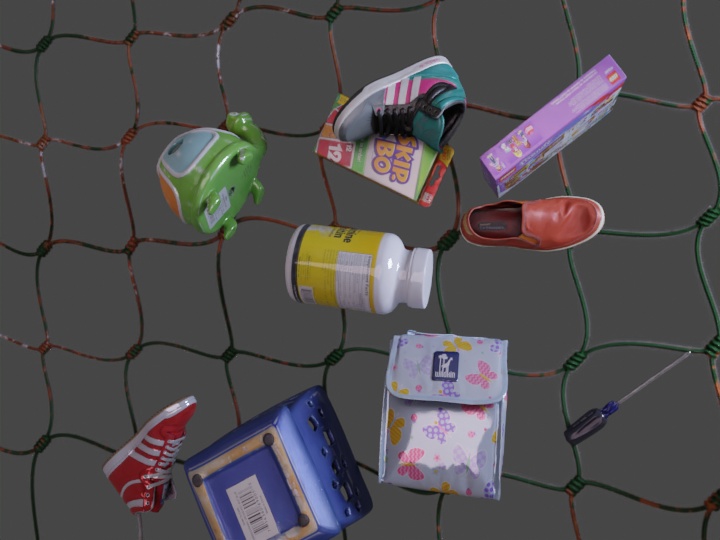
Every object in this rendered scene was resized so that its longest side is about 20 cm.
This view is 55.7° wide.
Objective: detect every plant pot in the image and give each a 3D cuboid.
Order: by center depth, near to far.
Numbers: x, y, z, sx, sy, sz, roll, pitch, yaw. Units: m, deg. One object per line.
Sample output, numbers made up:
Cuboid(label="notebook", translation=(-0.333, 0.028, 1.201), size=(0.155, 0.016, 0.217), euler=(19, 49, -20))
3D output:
Cuboid(label="plant pot", translation=(-0.117, 0.297, 0.939), size=(0.197, 0.180, 0.204), euler=(-28, 80, 9))

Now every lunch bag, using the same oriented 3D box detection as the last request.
Cuboid(label="lunch bag", translation=(0.112, 0.188, 0.918), size=(0.165, 0.127, 0.206), euler=(5, 81, 12))

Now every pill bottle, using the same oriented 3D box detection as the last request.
Cuboid(label="pill bottle", translation=(0.000, 0.000, 0.962), size=(0.194, 0.112, 0.116), euler=(7, 88, 14))

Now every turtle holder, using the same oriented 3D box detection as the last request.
Cuboid(label="turtle holder", translation=(-0.219, -0.156, 1.011), size=(0.130, 0.141, 0.189), euler=(29, 95, 15))

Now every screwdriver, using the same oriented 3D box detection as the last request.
Cuboid(label="screwdriver", translation=(0.355, 0.168, 0.910), size=(0.198, 0.029, 0.028), euler=(-38, 79, 5))

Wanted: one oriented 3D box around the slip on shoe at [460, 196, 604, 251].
Cuboid(label="slip on shoe", translation=(0.233, -0.066, 0.934), size=(0.194, 0.061, 0.076), euler=(-1, 85, 12))

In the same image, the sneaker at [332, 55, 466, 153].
Cuboid(label="sneaker", translation=(0.068, -0.207, 0.950), size=(0.197, 0.084, 0.122), euler=(-30, 61, -6))

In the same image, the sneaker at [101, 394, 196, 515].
Cuboid(label="sneaker", translation=(-0.300, 0.288, 1.040), size=(0.200, 0.071, 0.113), euler=(-43, 74, 16))

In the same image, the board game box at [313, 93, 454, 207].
Cuboid(label="board game box", translation=(0.034, -0.178, 1.009), size=(0.196, 0.030, 0.097), euler=(27, 93, 11))

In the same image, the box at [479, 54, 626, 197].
Cuboid(label="box", translation=(0.248, -0.182, 0.898), size=(0.198, 0.137, 0.040), euler=(-38, 79, 8))
